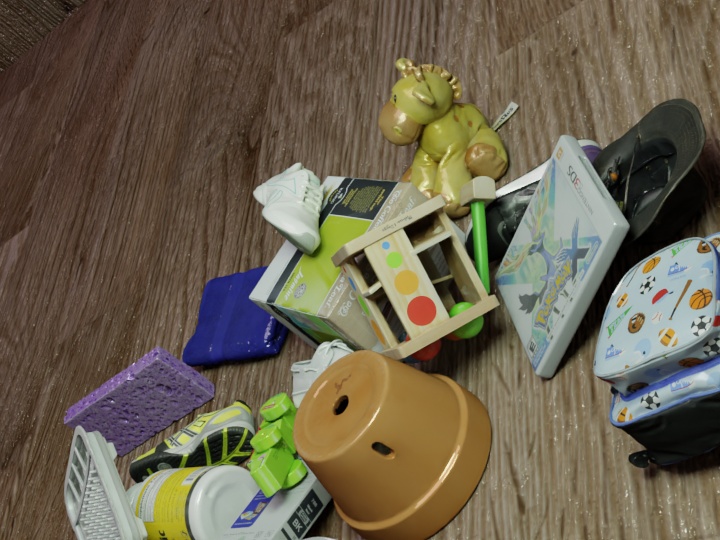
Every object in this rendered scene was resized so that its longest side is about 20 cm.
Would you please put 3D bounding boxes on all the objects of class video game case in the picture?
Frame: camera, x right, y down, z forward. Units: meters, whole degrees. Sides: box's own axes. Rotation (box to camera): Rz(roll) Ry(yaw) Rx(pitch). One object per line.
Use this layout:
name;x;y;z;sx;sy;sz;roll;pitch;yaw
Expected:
video game case;0.211;-0.017;1.379;0.182;0.022;0.200;-106;32;-54

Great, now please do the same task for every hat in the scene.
hat;0.311;-0.079;1.357;0.201;0.081;0.201;-49;20;25

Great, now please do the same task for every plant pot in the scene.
plant pot;0.021;0.180;1.386;0.200;0.140;0.200;-33;35;27

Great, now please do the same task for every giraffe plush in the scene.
giraffe plush;0.097;-0.190;1.670;0.172;0.162;0.200;13;67;57

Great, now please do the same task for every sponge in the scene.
sponge;-0.318;0.191;1.838;0.200;0.112;0.030;-34;36;24

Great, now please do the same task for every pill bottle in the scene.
pill bottle;-0.214;0.300;1.584;0.200;0.111;0.112;-12;46;48

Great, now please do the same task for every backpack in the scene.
backpack;0.308;0.058;1.153;0.200;0.154;0.191;-25;28;40

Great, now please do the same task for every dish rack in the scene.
dish rack;-0.316;0.309;1.596;0.200;0.043;0.172;59;143;36

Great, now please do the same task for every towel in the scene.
towel;-0.166;0.068;1.847;0.200;0.050;0.148;-12;54;45

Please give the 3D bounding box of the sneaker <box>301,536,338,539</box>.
sneaker;-0.021;0.342;1.322;0.200;0.078;0.112;-11;46;46

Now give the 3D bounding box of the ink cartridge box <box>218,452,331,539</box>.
ink cartridge box;-0.085;0.270;1.488;0.099;0.039;0.200;-15;26;44

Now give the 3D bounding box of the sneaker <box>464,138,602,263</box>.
sneaker;0.208;-0.065;1.484;0.200;0.076;0.088;-40;38;16

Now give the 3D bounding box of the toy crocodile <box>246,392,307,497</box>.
toy crocodile;-0.101;0.206;1.511;0.062;0.068;0.200;-31;16;16

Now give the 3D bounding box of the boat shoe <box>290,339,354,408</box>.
boat shoe;-0.033;0.119;1.541;0.200;0.072;0.069;146;110;-68

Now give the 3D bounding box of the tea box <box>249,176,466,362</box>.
tea box;0.000;0.000;1.617;0.197;0.134;0.200;12;65;57

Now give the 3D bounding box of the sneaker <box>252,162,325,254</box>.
sneaker;-0.082;-0.086;1.620;0.080;0.070;0.200;-43;28;6

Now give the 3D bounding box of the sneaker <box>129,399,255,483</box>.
sneaker;-0.220;0.239;1.710;0.200;0.075;0.076;-23;31;20

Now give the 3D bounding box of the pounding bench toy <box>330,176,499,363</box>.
pounding bench toy;0.095;0.002;1.449;0.200;0.156;0.124;-28;-2;-10
